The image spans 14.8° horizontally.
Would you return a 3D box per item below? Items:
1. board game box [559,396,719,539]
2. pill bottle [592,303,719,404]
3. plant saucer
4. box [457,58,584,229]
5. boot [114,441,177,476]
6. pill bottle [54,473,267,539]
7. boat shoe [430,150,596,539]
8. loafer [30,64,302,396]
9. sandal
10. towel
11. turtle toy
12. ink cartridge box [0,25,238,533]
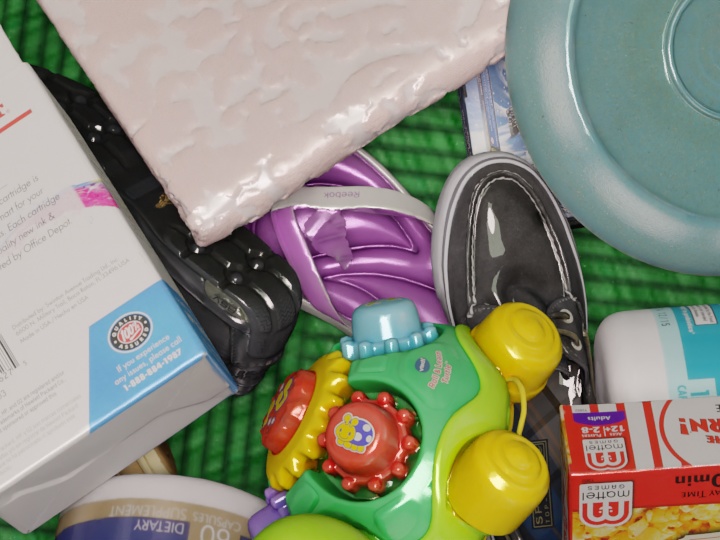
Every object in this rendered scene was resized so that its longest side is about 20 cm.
[{"bbox_3d":[0.162,0.141,1.191,0.150,0.201,0.046,-4,39,0],"label":"board game box"},{"bbox_3d":[0.207,0.066,1.235,0.198,0.111,0.112,-5,81,0],"label":"pill bottle"},{"bbox_3d":[0.163,-0.098,1.239,0.199,0.027,0.202,0,90,-14],"label":"plant saucer"},{"bbox_3d":[0.144,-0.096,1.298,0.198,0.040,0.138,-7,82,-1],"label":"box"},{"bbox_3d":[-0.195,0.065,1.257,0.155,0.073,0.200,-43,80,-7],"label":"boot"},{"bbox_3d":[-0.090,0.199,1.192,0.110,0.111,0.201,6,65,1],"label":"pill bottle"},{"bbox_3d":[0.075,0.047,1.237,0.069,0.066,0.202,-4,93,-12],"label":"boat shoe"},{"bbox_3d":[-0.112,-0.020,1.274,0.200,0.071,0.068,41,40,19],"label":"loafer"},{"bbox_3d":[0.004,-0.006,1.279,0.202,0.050,0.083,37,83,4],"label":"sandal"},{"bbox_3d":[-0.035,-0.128,1.277,0.199,0.032,0.191,-34,59,-6],"label":"towel"},{"bbox_3d":[0.005,0.094,1.157,0.101,0.146,0.201,26,41,-13],"label":"turtle toy"},{"bbox_3d":[-0.154,-0.005,1.197,0.115,0.068,0.201,-33,71,0],"label":"ink cartridge box"}]
